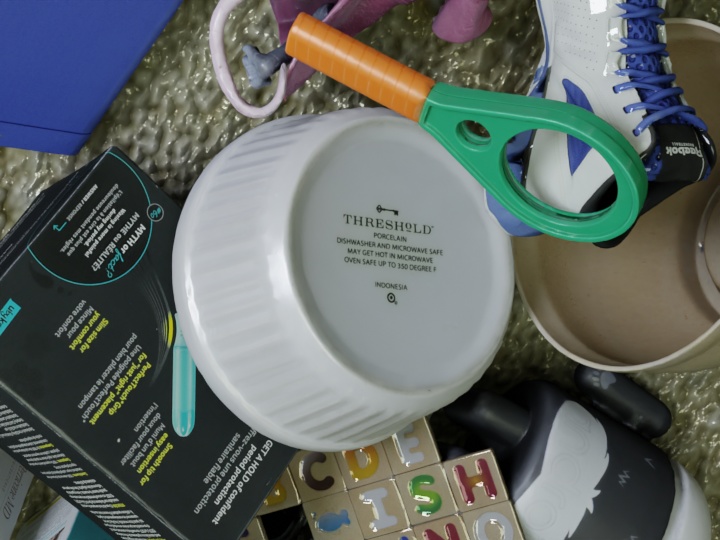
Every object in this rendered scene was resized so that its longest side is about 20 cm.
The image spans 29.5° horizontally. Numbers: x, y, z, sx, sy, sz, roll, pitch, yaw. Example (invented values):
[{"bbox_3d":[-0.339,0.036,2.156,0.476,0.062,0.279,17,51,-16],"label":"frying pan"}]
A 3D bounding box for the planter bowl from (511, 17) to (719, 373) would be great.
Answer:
[{"bbox_3d":[0.203,-0.030,0.803,0.134,0.200,0.201,14,116,-37],"label":"planter bowl"}]

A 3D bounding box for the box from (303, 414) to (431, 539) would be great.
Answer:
[{"bbox_3d":[0.014,0.116,0.929,0.038,0.041,0.201,20,111,-10],"label":"box"}]

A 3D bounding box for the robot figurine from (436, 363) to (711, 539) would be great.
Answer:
[{"bbox_3d":[0.135,0.151,0.904,0.199,0.125,0.150,31,119,-14],"label":"robot figurine"}]

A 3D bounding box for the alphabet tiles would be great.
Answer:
[{"bbox_3d":[0.009,0.185,0.864,0.199,0.008,0.168,-19,91,21],"label":"alphabet tiles"}]

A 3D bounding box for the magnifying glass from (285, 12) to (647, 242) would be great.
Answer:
[{"bbox_3d":[0.053,-0.076,0.697,0.199,0.022,0.080,27,145,6],"label":"magnifying glass"}]

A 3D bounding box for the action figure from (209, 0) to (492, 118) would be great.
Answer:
[{"bbox_3d":[0.017,-0.180,0.749,0.199,0.149,0.135,-13,108,19],"label":"action figure"}]

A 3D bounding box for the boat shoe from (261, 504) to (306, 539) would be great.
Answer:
[{"bbox_3d":[-0.074,0.171,0.937,0.071,0.068,0.201,17,114,-9],"label":"boat shoe"}]

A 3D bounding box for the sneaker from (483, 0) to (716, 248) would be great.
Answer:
[{"bbox_3d":[0.145,-0.098,0.731,0.080,0.115,0.201,1,108,-39],"label":"sneaker"}]

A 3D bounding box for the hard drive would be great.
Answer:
[{"bbox_3d":[-0.163,-0.149,0.757,0.132,0.025,0.200,4,135,-50],"label":"hard drive"}]

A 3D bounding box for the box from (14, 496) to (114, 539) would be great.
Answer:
[{"bbox_3d":[-0.197,0.207,0.874,0.082,0.200,0.049,-40,105,15],"label":"box"}]

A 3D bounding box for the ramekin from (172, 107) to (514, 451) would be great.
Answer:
[{"bbox_3d":[0.000,0.000,0.786,0.202,0.203,0.094,45,150,-18],"label":"ramekin"}]

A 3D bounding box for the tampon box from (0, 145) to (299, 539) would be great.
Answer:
[{"bbox_3d":[-0.139,0.057,0.819,0.200,0.126,0.150,44,63,-17],"label":"tampon box"}]

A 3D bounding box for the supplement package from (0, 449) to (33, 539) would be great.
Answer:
[{"bbox_3d":[-0.316,0.104,0.872,0.117,0.117,0.201,-23,113,8],"label":"supplement package"}]
